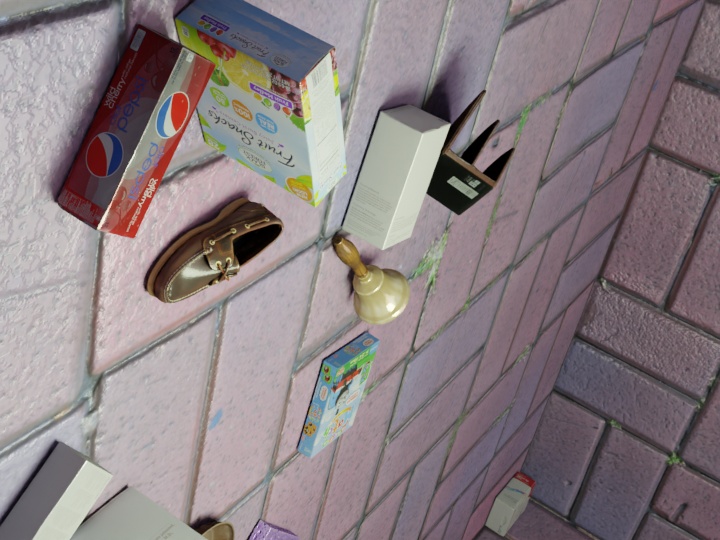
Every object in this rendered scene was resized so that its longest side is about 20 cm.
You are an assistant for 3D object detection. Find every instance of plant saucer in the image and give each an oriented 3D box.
[{"bbox_3d":[-0.279,0.488,1.813,0.201,0.036,0.201,-49,156,-31],"label":"plant saucer"}]

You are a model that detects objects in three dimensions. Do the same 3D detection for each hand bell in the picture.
[{"bbox_3d":[0.000,0.000,1.817,0.105,0.104,0.200,-57,147,-12],"label":"hand bell"}]

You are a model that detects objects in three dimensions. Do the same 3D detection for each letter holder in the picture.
[{"bbox_3d":[0.184,-0.196,1.849,0.143,0.100,0.200,-58,-176,-14],"label":"letter holder"}]

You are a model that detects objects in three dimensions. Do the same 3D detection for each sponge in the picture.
[{"bbox_3d":[-0.179,0.537,2.114,0.112,0.030,0.200,-58,159,-9],"label":"sponge"}]

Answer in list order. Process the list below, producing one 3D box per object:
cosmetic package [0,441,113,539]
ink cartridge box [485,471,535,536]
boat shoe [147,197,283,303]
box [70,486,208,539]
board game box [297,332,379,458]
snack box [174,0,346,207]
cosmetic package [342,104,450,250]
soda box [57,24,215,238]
[{"bbox_3d":[-0.384,0.307,1.328,0.201,0.050,0.083,-56,156,-13],"label":"cosmetic package"},{"bbox_3d":[0.554,0.861,4.131,0.200,0.082,0.147,-33,145,-52],"label":"ink cartridge box"},{"bbox_3d":[-0.175,-0.022,1.380,0.200,0.070,0.071,-44,154,-36],"label":"boat shoe"},{"bbox_3d":[-0.316,0.447,1.489,0.200,0.170,0.201,-38,149,-47],"label":"box"},{"bbox_3d":[-0.040,0.227,2.042,0.151,0.036,0.202,-30,144,-54],"label":"board game box"},{"bbox_3d":[-0.102,-0.184,1.206,0.068,0.168,0.201,-49,155,-24],"label":"snack box"},{"bbox_3d":[0.056,-0.146,1.735,0.107,0.084,0.202,-24,137,-59],"label":"cosmetic package"},{"bbox_3d":[-0.226,-0.137,1.125,0.202,0.063,0.070,-63,158,5],"label":"soda box"}]
